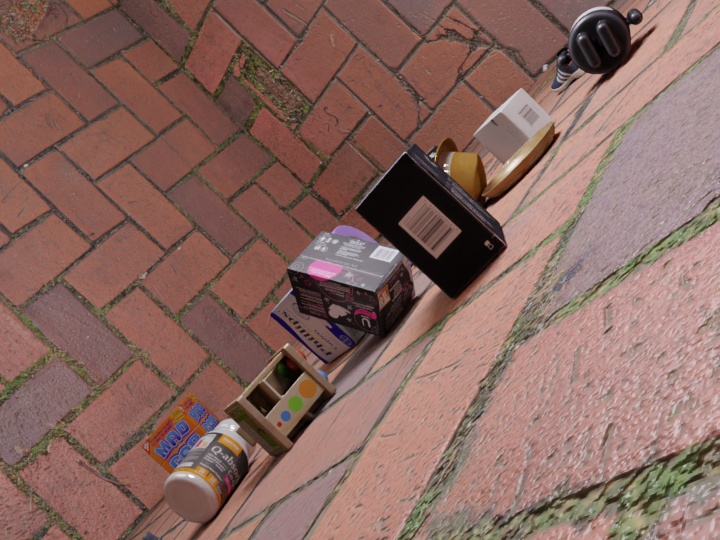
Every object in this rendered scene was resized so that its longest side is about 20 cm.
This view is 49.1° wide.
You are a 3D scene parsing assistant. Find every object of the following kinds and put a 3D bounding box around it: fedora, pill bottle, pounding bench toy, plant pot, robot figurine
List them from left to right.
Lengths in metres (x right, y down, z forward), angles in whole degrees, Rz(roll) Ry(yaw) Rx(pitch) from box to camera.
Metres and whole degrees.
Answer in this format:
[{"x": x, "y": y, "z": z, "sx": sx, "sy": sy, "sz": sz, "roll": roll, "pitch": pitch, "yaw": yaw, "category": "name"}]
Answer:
[{"x": -0.290, "y": 0.390, "z": 1.555, "sx": 0.116, "sy": 0.116, "sz": 0.200, "roll": -45, "pitch": 4, "yaw": 33, "category": "pill bottle"}, {"x": -0.153, "y": 0.240, "z": 1.459, "sx": 0.156, "sy": 0.124, "sz": 0.200, "roll": -48, "pitch": 3, "yaw": -27, "category": "pounding bench toy"}, {"x": 0.214, "y": -0.180, "z": 1.642, "sx": 0.081, "sy": 0.202, "sz": 0.201, "roll": -4, "pitch": 25, "yaw": 25, "category": "fedora"}, {"x": 0.321, "y": -0.216, "z": 1.578, "sx": 0.200, "sy": 0.027, "sz": 0.200, "roll": -47, "pitch": 4, "yaw": 4, "category": "plant pot"}, {"x": 0.483, "y": -0.469, "z": 1.594, "sx": 0.200, "sy": 0.149, "sz": 0.126, "roll": -53, "pitch": -29, "yaw": -61, "category": "robot figurine"}]

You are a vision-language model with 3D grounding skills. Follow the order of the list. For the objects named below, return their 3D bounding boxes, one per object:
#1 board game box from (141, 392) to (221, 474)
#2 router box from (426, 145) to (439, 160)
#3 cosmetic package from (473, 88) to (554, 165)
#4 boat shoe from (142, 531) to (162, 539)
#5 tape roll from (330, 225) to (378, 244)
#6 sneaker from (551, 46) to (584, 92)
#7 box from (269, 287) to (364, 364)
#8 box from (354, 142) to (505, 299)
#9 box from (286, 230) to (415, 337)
[{"x": -0.631, "y": 0.605, "z": 2.855, "sx": 0.200, "sy": 0.200, "sz": 0.200, "roll": -47, "pitch": 3, "yaw": 5, "category": "board game box"}, {"x": 0.158, "y": -0.162, "z": 1.812, "sx": 0.150, "sy": 0.062, "sz": 0.201, "roll": -44, "pitch": -36, "yaw": -32, "category": "router box"}, {"x": 0.351, "y": -0.329, "z": 1.824, "sx": 0.081, "sy": 0.113, "sz": 0.200, "roll": -47, "pitch": 1, "yaw": -12, "category": "cosmetic package"}, {"x": -0.495, "y": 0.640, "z": 1.743, "sx": 0.200, "sy": 0.062, "sz": 0.075, "roll": -46, "pitch": 5, "yaw": 38, "category": "boat shoe"}, {"x": 0.000, "y": 0.000, "z": 1.675, "sx": 0.066, "sy": 0.200, "sz": 0.200, "roll": -44, "pitch": 4, "yaw": 25, "category": "tape roll"}, {"x": 0.544, "y": -0.541, "z": 2.086, "sx": 0.075, "sy": 0.084, "sz": 0.200, "roll": -48, "pitch": 3, "yaw": -14, "category": "sneaker"}, {"x": -0.082, "y": 0.097, "z": 1.768, "sx": 0.105, "sy": 0.184, "sz": 0.200, "roll": -50, "pitch": 4, "yaw": -29, "category": "box"}, {"x": 0.110, "y": -0.082, "z": 1.205, "sx": 0.118, "sy": 0.196, "sz": 0.200, "roll": -47, "pitch": 3, "yaw": 15, "category": "box"}, {"x": -0.015, "y": 0.023, "z": 1.474, "sx": 0.132, "sy": 0.198, "sz": 0.116, "roll": -48, "pitch": -40, "yaw": -38, "category": "box"}]
